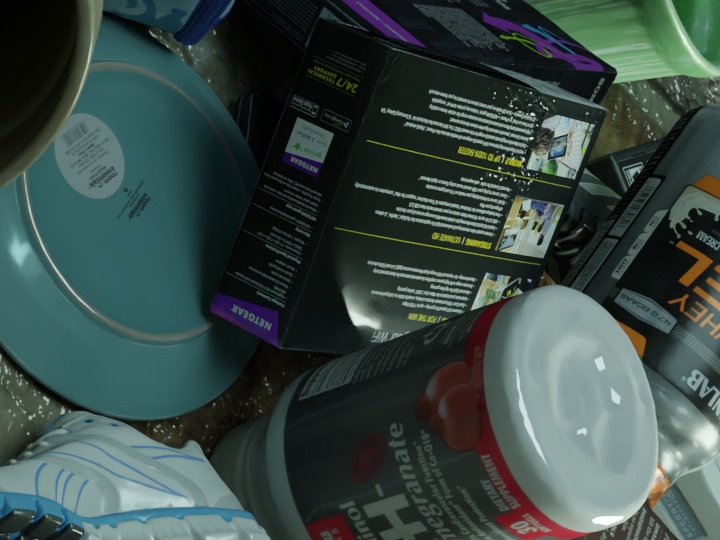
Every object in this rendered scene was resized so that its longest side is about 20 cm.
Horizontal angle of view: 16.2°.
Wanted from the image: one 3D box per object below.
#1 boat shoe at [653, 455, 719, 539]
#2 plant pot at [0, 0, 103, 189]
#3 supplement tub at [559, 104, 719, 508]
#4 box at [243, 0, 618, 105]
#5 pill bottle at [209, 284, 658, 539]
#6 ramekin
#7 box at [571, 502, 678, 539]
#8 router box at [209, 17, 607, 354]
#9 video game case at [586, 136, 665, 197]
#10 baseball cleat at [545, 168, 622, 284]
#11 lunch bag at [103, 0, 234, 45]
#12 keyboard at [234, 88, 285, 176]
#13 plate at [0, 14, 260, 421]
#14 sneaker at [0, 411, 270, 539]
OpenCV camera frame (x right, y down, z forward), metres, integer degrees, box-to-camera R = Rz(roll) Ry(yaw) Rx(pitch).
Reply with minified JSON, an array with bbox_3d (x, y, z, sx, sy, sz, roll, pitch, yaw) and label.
[{"bbox_3d":[0.182,0.108,1.459,0.200,0.072,0.069,56,18,-7],"label":"boat shoe"},{"bbox_3d":[-0.191,-0.148,1.031,0.200,0.200,0.174,50,26,-23],"label":"plant pot"},{"bbox_3d":[0.171,0.022,1.355,0.123,0.123,0.200,43,75,-30],"label":"supplement tub"},{"bbox_3d":[0.027,-0.134,1.337,0.200,0.036,0.143,-2,37,-50],"label":"box"},{"bbox_3d":[0.027,0.085,1.163,0.111,0.200,0.111,25,55,-42],"label":"pill bottle"},{"bbox_3d":[0.149,-0.204,1.498,0.200,0.098,0.200,38,46,-56],"label":"ramekin"},{"bbox_3d":[0.117,0.171,1.318,0.200,0.100,0.075,50,42,-25],"label":"box"},{"bbox_3d":[0.028,-0.032,1.232,0.200,0.051,0.149,10,104,-55],"label":"router box"},{"bbox_3d":[0.227,0.010,1.589,0.181,0.025,0.200,-18,87,-52],"label":"video game case"},{"bbox_3d":[0.103,-0.030,1.411,0.200,0.070,0.106,47,25,-11],"label":"baseball cleat"},{"bbox_3d":[-0.070,-0.219,1.217,0.082,0.161,0.200,21,55,-15],"label":"lunch bag"},{"bbox_3d":[0.000,0.000,1.319,0.200,0.021,0.127,32,50,-38],"label":"keyboard"},{"bbox_3d":[-0.109,-0.030,1.178,0.200,0.026,0.200,18,63,-40],"label":"plate"},{"bbox_3d":[-0.132,0.099,1.083,0.200,0.075,0.087,11,43,-46],"label":"sneaker"}]
